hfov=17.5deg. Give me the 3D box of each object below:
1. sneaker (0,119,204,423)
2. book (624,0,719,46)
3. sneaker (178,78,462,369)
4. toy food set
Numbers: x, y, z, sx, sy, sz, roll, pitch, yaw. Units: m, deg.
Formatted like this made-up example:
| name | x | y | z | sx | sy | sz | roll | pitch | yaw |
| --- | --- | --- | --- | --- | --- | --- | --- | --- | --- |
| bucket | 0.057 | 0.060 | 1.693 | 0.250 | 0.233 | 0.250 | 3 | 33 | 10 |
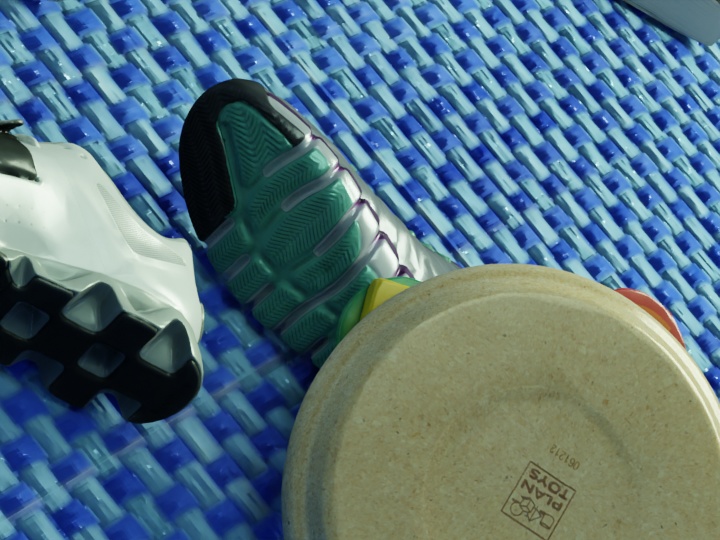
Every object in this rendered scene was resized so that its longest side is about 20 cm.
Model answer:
| name | x | y | z | sx | sy | sz | roll | pitch | yaw |
| --- | --- | --- | --- | --- | --- | --- | --- | --- | --- |
| sneaker | -0.145 | -0.022 | 0.887 | 0.200 | 0.074 | 0.089 | 34 | 38 | -29 |
| book | 0.162 | -0.231 | 1.377 | 0.134 | 0.048 | 0.200 | 32 | 38 | -22 |
| sneaker | 0.000 | 0.000 | 1.006 | 0.200 | 0.074 | 0.088 | 55 | 28 | -4 |
| toy food set | 0.065 | 0.092 | 0.930 | 0.200 | 0.049 | 0.198 | 19 | 77 | -12 |
